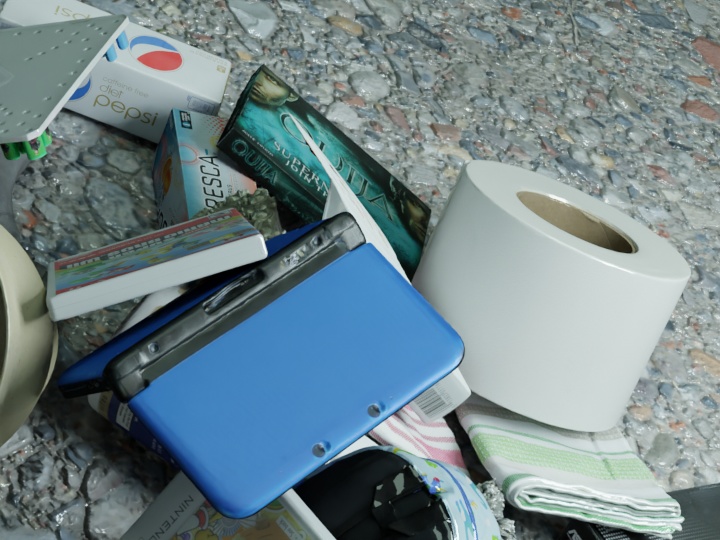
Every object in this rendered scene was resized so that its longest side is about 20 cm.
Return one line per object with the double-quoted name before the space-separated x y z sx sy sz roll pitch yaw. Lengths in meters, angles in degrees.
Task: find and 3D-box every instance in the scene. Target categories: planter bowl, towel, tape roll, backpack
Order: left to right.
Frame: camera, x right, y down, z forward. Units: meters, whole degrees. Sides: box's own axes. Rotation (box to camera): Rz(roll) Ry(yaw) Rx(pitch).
"planter bowl" -0.283 0.045 1.311 0.200 0.201 0.135 41 11 19
"backpack" -0.005 0.199 1.269 0.153 0.200 0.164 11 37 -47
"towel" 0.013 0.071 1.515 0.146 0.030 0.201 37 19 -49
"tape roll" 0.146 0.019 1.585 0.201 0.140 0.203 22 17 -7
"towel" 0.153 0.135 1.538 0.148 0.031 0.200 14 20 -19

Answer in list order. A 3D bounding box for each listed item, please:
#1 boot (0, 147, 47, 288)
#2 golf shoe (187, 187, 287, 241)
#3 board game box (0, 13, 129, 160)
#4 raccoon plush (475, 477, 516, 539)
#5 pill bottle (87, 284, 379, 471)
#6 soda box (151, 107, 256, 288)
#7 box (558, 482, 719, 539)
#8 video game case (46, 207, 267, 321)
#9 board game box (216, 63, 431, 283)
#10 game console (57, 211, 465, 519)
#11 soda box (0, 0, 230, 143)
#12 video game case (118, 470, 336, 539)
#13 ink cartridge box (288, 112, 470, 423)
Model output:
"boot" -0.264 -0.016 1.491 0.131 0.070 0.201 32 45 -2
"golf shoe" -0.075 0.007 1.465 0.078 0.098 0.200 -25 27 -6
"board game box" -0.298 -0.135 1.541 0.198 0.026 0.201 -4 31 20
"raccoon plush" 0.119 0.213 1.382 0.198 0.135 0.097 2 42 -31
"pill bottle" -0.085 0.105 1.405 0.199 0.112 0.111 34 37 10
"soda box" -0.122 -0.041 1.599 0.068 0.064 0.201 11 39 -21
"box" 0.279 0.251 1.512 0.199 0.048 0.194 -4 47 -35
"video game case" -0.141 -0.007 1.331 0.142 0.018 0.200 -17 9 -6
"board game box" -0.027 -0.077 1.670 0.200 0.028 0.136 40 27 -13
"game console" -0.066 0.062 1.262 0.199 0.170 0.119 -33 98 -27
"soda box" -0.214 -0.172 1.686 0.198 0.064 0.068 21 37 -9
"video game case" -0.079 0.228 1.217 0.200 0.182 0.023 46 9 24
"ink cartridge box" 0.000 0.000 1.454 0.201 0.047 0.160 60 5 28
